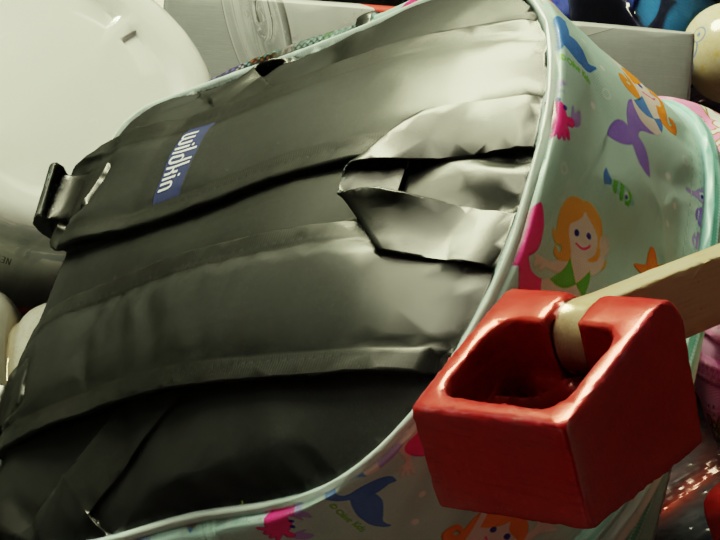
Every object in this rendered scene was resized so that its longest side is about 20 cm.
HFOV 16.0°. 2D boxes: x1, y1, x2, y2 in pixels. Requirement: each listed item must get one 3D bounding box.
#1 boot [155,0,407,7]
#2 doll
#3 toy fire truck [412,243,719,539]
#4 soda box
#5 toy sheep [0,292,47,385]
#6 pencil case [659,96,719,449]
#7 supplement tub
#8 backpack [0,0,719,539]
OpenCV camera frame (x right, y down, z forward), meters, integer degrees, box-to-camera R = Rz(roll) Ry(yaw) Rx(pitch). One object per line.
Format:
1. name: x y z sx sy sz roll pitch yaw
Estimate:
1. boot: -0.044 -0.098 1.049 0.174 0.069 0.200 -43 56 -15
2. doll: 0.115 -0.116 1.064 0.048 0.137 0.200 12 18 -31
3. toy fire truck: 0.110 0.039 0.624 0.049 0.142 0.200 2 30 47
4. soda box: 0.023 -0.064 0.965 0.198 0.069 0.063 5 3 1
5. toy sheep: -0.129 0.069 0.818 0.198 0.139 0.138 -6 20 0
6. pencil case: 0.119 0.004 0.797 0.086 0.083 0.200 -36 21 0
7. supplement tub: -0.133 -0.013 0.924 0.122 0.123 0.200 -34 -13 -34
8. backpack: 0.008 0.020 0.697 0.199 0.150 0.179 -23 42 48
